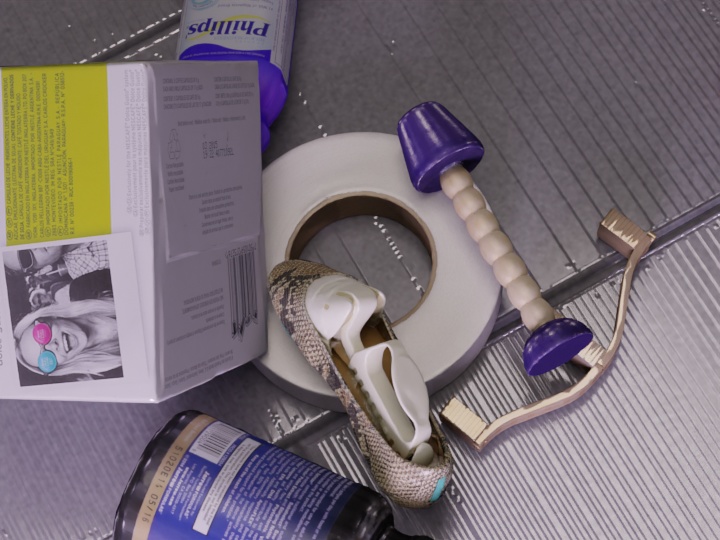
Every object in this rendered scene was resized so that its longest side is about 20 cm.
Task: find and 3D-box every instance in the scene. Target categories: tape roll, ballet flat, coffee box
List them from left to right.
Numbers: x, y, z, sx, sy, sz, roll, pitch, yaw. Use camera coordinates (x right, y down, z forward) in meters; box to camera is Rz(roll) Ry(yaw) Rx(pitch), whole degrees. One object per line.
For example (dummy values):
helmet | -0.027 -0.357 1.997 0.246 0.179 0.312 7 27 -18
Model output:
coffee box | -0.184 -0.031 1.172 0.197 0.200 0.201 0 95 17
tape roll | 0.000 0.000 1.284 0.202 0.037 0.204 -2 69 4
ballet flat | 0.007 0.059 1.199 0.068 0.075 0.201 -18 66 -27

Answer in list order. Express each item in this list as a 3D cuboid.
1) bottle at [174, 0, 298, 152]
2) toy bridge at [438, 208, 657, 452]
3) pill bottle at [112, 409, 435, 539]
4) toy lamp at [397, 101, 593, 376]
bottle | -0.093 -0.140 1.318 0.083 0.065 0.201 0 60 11
toy bridge | 0.142 0.046 1.260 0.067 0.027 0.200 38 76 14
pill bottle | -0.048 0.176 1.178 0.199 0.112 0.112 23 72 13
toy lamp | 0.086 -0.026 1.240 0.058 0.058 0.201 -28 72 -7
